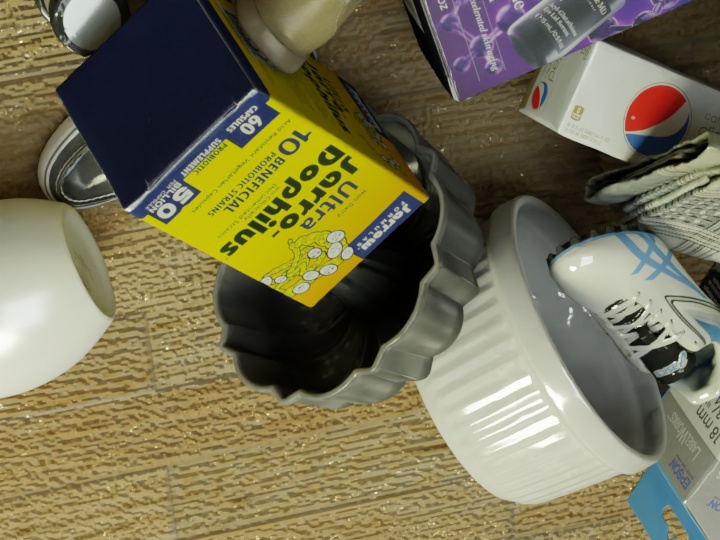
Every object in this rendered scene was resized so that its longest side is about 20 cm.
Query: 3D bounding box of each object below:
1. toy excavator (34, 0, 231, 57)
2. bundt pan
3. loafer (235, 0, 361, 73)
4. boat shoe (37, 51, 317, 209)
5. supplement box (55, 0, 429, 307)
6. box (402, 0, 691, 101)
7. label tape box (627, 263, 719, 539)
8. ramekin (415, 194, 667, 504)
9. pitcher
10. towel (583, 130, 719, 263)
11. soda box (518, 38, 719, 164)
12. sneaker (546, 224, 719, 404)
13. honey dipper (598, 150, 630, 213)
[{"bbox_3d":[-0.117,-0.247,1.618,0.193,0.100,0.201,-11,111,-11],"label":"toy excavator"},{"bbox_3d":[0.000,0.000,1.727,0.076,0.202,0.202,26,109,-44],"label":"bundt pan"},{"bbox_3d":[-0.020,-0.189,1.608,0.067,0.200,0.076,-29,117,26],"label":"loafer"},{"bbox_3d":[-0.114,-0.089,1.712,0.199,0.066,0.070,-24,121,-2],"label":"boat shoe"},{"bbox_3d":[-0.069,-0.076,1.610,0.109,0.110,0.200,-42,146,14],"label":"supplement box"},{"bbox_3d":[0.115,-0.223,1.683,0.199,0.104,0.149,-24,121,-2],"label":"box"},{"bbox_3d":[0.245,0.112,1.875,0.063,0.144,0.200,26,108,-26],"label":"label tape box"},{"bbox_3d":[0.111,0.061,1.784,0.105,0.201,0.200,-29,123,19],"label":"ramekin"},{"bbox_3d":[-0.254,0.045,1.729,0.199,0.122,0.172,-23,143,9],"label":"pitcher"},{"bbox_3d":[0.261,-0.032,1.715,0.199,0.192,0.035,18,77,-16],"label":"towel"},{"bbox_3d":[0.208,-0.097,1.761,0.199,0.064,0.068,20,99,-28],"label":"soda box"},{"bbox_3d":[0.191,0.029,1.765,0.072,0.073,0.200,-30,143,22],"label":"sneaker"},{"bbox_3d":[0.195,-0.027,1.848,0.038,0.038,0.201,-18,120,-6],"label":"honey dipper"}]
